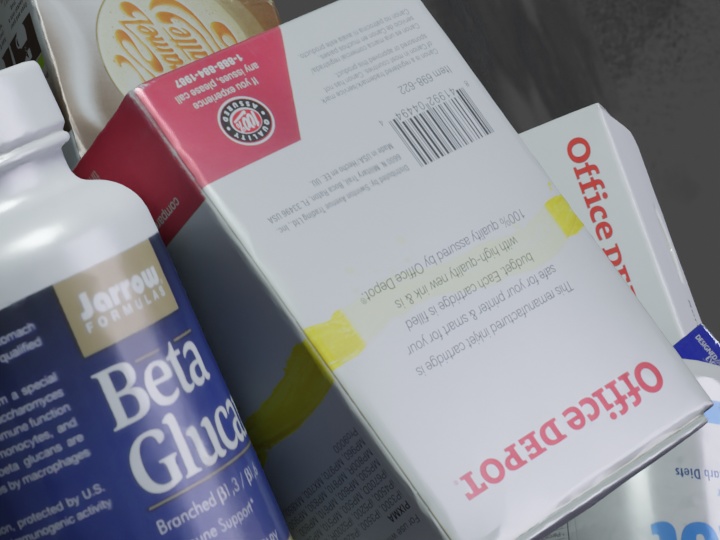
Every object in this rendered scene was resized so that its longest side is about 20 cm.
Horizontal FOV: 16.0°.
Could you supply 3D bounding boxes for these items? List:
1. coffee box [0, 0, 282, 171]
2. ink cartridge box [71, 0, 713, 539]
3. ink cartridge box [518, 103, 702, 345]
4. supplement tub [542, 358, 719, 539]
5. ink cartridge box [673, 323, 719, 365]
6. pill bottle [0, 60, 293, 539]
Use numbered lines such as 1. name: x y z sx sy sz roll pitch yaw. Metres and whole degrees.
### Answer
1. coffee box: -0.075 -0.025 1.003 0.114 0.080 0.201 -1 59 -32
2. ink cartridge box: 0.008 0.014 0.914 0.145 0.083 0.201 -26 77 -42
3. ink cartridge box: 0.065 0.019 1.331 0.084 0.199 0.147 26 43 -73
4. supplement tub: 0.117 0.149 1.060 0.132 0.131 0.201 44 37 -59
5. ink cartridge box: 0.105 0.114 1.172 0.095 0.200 0.037 52 -3 25
6. pill bottle: -0.104 0.039 0.848 0.201 0.110 0.111 66 14 -5
